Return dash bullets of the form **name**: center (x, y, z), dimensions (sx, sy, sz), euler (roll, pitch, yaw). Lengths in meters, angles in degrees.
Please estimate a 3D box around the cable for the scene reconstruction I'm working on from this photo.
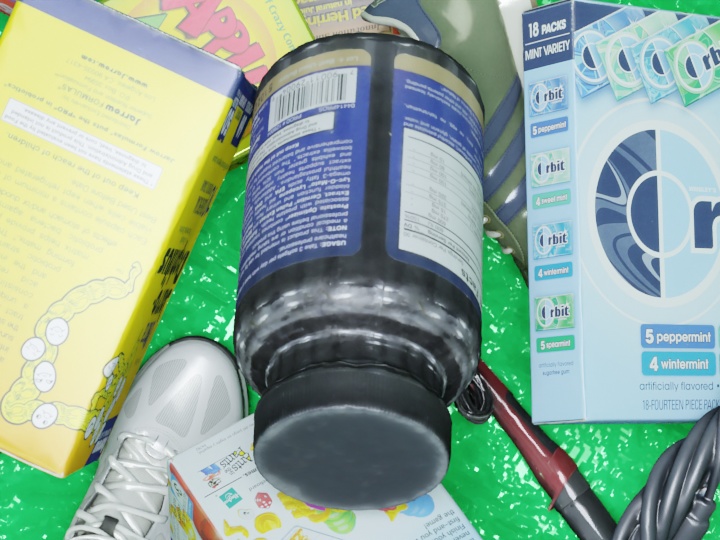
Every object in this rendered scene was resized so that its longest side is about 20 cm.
- **cable**: center (0.179, 0.150, 1.136), dimensions (0.162, 0.051, 0.201), euler (-19, 113, -20)

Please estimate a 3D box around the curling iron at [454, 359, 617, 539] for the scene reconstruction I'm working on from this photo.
- **curling iron**: center (0.096, 0.113, 1.188), dimensions (0.200, 0.026, 0.050), euler (50, 49, 0)

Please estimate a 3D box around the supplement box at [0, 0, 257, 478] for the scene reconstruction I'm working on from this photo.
- **supplement box**: center (-0.137, -0.019, 1.081), dimensions (0.109, 0.109, 0.201), euler (24, 91, 2)

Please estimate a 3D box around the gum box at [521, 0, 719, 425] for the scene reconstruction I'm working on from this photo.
- **gum box**: center (0.160, -0.025, 1.152), dimensions (0.169, 0.044, 0.201), euler (3, 83, -34)

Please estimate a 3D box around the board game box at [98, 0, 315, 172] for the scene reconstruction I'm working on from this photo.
- **board game box**: center (-0.116, -0.080, 1.160), dimensions (0.199, 0.048, 0.102), euler (-28, 87, 2)

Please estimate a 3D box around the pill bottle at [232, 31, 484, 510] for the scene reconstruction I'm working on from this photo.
- **pill bottle**: center (0.000, 0.000, 1.046), dimensions (0.111, 0.112, 0.201), euler (4, 54, 0)

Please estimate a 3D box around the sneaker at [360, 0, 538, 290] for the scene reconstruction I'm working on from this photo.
- **sneaker**: center (0.057, -0.059, 1.170), dimensions (0.089, 0.067, 0.201), euler (-17, 101, -8)

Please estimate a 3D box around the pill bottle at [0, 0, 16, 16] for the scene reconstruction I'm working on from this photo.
- **pill bottle**: center (-0.216, -0.210, 1.172), dimensions (0.199, 0.112, 0.113), euler (27, 85, 3)

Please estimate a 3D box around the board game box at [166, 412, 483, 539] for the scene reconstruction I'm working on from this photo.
- **board game box**: center (0.006, 0.163, 1.066), dimensions (0.105, 0.103, 0.200), euler (-27, 61, -20)

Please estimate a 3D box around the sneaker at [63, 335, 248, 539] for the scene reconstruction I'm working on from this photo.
- **sneaker**: center (-0.110, 0.126, 1.142), dimensions (0.075, 0.115, 0.201), euler (22, 85, 1)

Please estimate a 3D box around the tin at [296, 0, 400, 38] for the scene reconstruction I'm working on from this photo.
- **tin**: center (-0.030, -0.145, 1.206), dimensions (0.199, 0.042, 0.113), euler (-11, 81, -1)
